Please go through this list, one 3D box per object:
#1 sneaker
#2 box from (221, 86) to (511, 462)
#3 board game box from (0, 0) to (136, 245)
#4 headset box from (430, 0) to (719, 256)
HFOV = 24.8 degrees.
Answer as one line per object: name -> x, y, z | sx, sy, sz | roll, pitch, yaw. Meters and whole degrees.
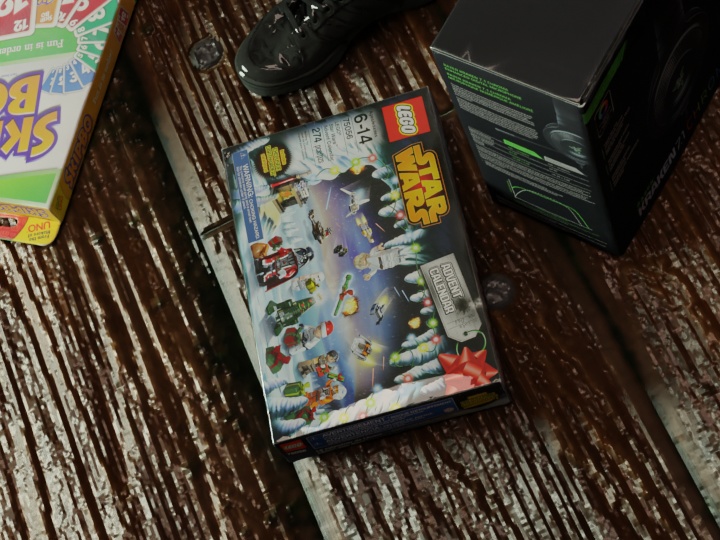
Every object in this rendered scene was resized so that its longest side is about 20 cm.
sneaker -> -0.004, -0.194, 1.020 | 0.199, 0.104, 0.060 | -31, 63, 1
box -> 0.000, 0.000, 0.970 | 0.136, 0.040, 0.201 | -16, 63, 7
board game box -> -0.220, -0.115, 1.092 | 0.095, 0.030, 0.201 | 8, 72, 19
headset box -> 0.133, -0.135, 0.903 | 0.093, 0.200, 0.175 | 25, 75, 24
